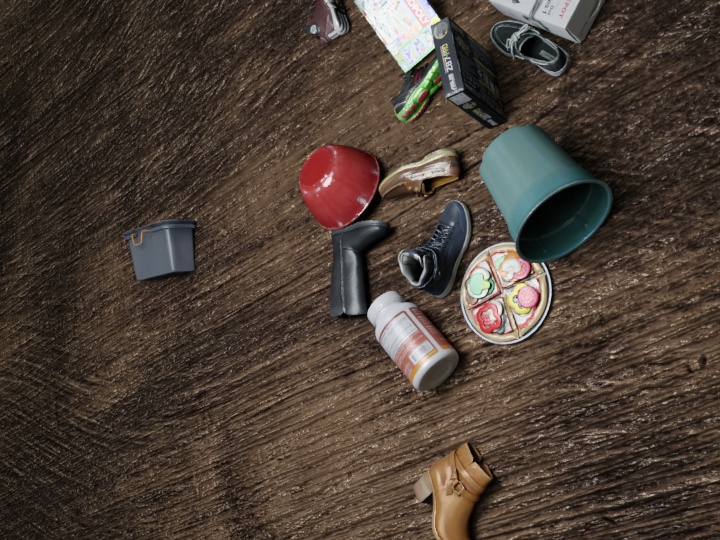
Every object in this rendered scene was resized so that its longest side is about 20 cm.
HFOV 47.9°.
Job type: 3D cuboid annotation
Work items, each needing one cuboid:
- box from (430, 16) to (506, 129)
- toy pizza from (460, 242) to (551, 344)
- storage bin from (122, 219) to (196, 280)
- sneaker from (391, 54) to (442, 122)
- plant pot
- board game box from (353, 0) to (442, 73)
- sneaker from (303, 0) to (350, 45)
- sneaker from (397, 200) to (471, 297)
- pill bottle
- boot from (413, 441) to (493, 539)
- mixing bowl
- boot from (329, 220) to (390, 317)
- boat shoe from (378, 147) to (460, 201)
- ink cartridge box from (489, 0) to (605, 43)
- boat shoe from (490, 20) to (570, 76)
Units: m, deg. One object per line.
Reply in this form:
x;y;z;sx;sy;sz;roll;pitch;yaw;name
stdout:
0.218;-0.390;1.616;0.049;0.199;0.163;-17;72;31;box
0.280;0.043;1.597;0.198;0.032;0.203;-8;77;36;toy pizza
-0.537;-0.051;2.173;0.198;0.145;0.136;-13;84;35;storage bin
0.135;-0.419;1.763;0.200;0.076;0.084;-48;62;19;sneaker
0.329;-0.155;1.507;0.200;0.199;0.197;-44;51;22;plant pot
0.094;-0.560;1.791;0.134;0.029;0.201;-36;91;27;board game box
-0.104;-0.643;1.986;0.115;0.075;0.202;-29;66;33;sneaker
0.151;-0.054;1.643;0.076;0.145;0.205;12;88;39;sneaker
0.102;0.140;1.664;0.113;0.112;0.200;-51;56;18;pill bottle
0.201;0.447;1.561;0.155;0.073;0.201;-43;62;18;boot
-0.066;-0.206;1.822;0.199;0.108;0.202;-26;49;33;mixing bowl
-0.001;0.000;1.794;0.164;0.065;0.203;-11;72;44;boot
0.125;-0.191;1.731;0.198;0.072;0.068;-23;66;29;boat shoe
0.376;-0.557;1.599;0.199;0.084;0.147;35;103;36;ink cartridge box
0.329;-0.454;1.626;0.074;0.068;0.199;-53;55;16;boat shoe
